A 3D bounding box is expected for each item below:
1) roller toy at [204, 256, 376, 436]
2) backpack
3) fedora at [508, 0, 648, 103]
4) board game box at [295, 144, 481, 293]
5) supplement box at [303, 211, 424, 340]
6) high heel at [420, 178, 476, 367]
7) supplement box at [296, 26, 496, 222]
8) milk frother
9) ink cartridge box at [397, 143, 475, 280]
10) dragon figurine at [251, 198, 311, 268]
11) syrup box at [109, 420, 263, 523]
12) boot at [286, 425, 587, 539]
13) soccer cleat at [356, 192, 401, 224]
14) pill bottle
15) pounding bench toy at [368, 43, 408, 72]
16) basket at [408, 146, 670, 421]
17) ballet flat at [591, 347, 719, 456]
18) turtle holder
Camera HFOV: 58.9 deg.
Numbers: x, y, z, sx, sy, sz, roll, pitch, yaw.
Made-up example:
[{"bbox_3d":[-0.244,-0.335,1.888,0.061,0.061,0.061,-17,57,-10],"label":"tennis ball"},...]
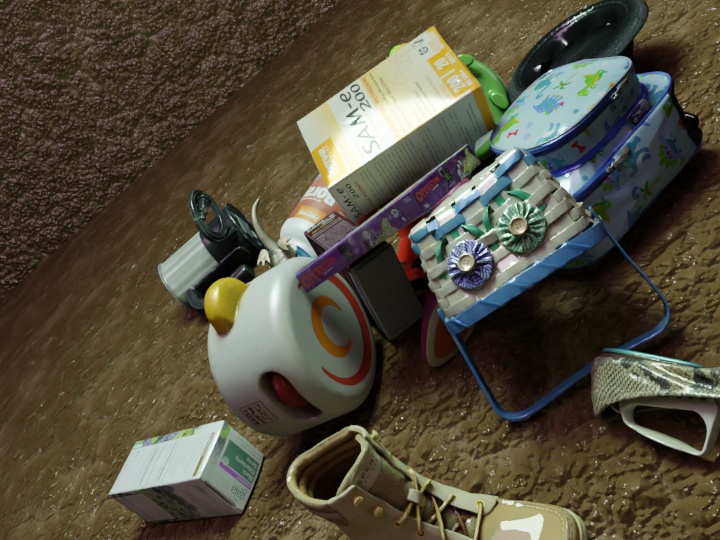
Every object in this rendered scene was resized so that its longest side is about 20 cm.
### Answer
[{"bbox_3d":[-0.083,0.092,0.747,0.138,0.198,0.186,-26,74,29],"label":"roller toy"},{"bbox_3d":[0.223,-0.118,0.680,0.201,0.147,0.183,-51,24,-4],"label":"backpack"},{"bbox_3d":[0.295,-0.260,0.837,0.198,0.092,0.202,-32,30,21],"label":"fedora"},{"bbox_3d":[0.024,-0.050,0.656,0.199,0.032,0.120,-33,11,46],"label":"board game box"},{"bbox_3d":[0.000,0.000,0.843,0.060,0.110,0.200,-34,27,-10],"label":"supplement box"},{"bbox_3d":[0.095,0.000,0.709,0.096,0.066,0.204,36,110,60],"label":"high heel"},{"bbox_3d":[0.038,-0.169,0.736,0.198,0.074,0.127,-33,53,8],"label":"supplement box"},{"bbox_3d":[-0.307,-0.039,1.209,0.187,0.200,0.181,-39,32,6],"label":"milk frother"},{"bbox_3d":[0.079,-0.093,0.829,0.159,0.046,0.205,-19,55,62],"label":"ink cartridge box"},{"bbox_3d":[-0.096,-0.003,0.903,0.059,0.099,0.201,-41,73,1],"label":"dragon figurine"},{"bbox_3d":[-0.223,0.261,0.814,0.197,0.079,0.082,-22,34,35],"label":"syrup box"},{"bbox_3d":[0.052,0.181,0.483,0.197,0.156,0.074,-17,36,39],"label":"boot"},{"bbox_3d":[0.035,-0.152,0.841,0.085,0.067,0.204,-173,104,-77],"label":"soccer cleat"},{"bbox_3d":[-0.057,-0.070,1.014,0.111,0.112,0.202,-4,47,49],"label":"pill bottle"},{"bbox_3d":[0.114,-0.310,1.051,0.199,0.157,0.124,-39,16,5],"label":"pounding bench toy"},{"bbox_3d":[0.143,0.011,0.564,0.175,0.201,0.139,-38,0,16],"label":"basket"},{"bbox_3d":[0.253,0.094,0.453,0.198,0.067,0.077,-11,62,53],"label":"ballet flat"},{"bbox_3d":[0.136,-0.239,0.937,0.131,0.182,0.144,-27,-44,-68],"label":"turtle holder"}]
